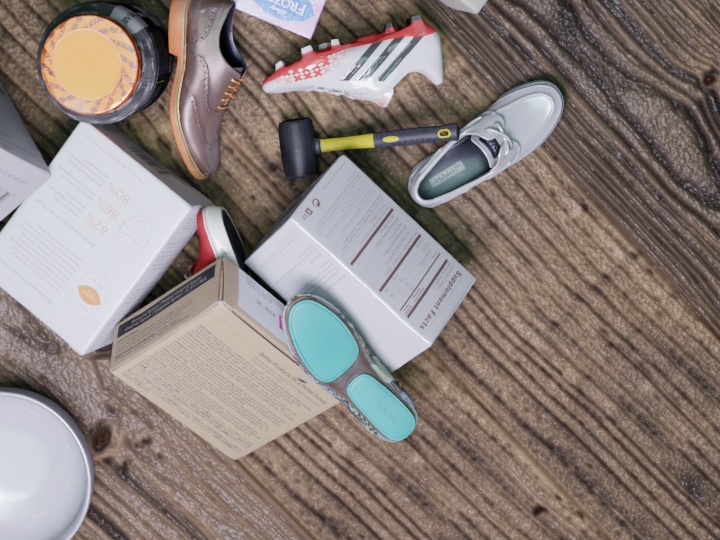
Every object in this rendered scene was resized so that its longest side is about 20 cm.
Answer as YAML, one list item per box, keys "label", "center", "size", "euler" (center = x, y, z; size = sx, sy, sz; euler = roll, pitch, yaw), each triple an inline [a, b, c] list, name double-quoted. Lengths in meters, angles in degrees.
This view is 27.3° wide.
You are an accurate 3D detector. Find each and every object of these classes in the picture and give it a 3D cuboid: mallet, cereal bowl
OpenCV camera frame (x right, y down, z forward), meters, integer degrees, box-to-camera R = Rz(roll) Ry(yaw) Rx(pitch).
- label: "mallet"
  center: [0.008, -0.130, 1.609]
  size: [0.199, 0.041, 0.066]
  euler: [2, 101, 11]
- label: "cereal bowl"
  center: [-0.392, 0.224, 1.661]
  size: [0.199, 0.083, 0.202]
  euler: [0, 100, 0]

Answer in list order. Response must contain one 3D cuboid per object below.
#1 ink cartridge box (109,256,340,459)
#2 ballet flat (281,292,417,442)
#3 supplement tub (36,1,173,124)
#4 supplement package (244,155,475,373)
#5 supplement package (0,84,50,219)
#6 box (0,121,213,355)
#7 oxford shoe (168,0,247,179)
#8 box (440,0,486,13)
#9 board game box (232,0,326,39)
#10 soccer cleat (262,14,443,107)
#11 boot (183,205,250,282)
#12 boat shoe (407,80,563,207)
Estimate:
- label: "ink cartridge box"
  center: [-0.140, 0.098, 1.584]
  size: [0.164, 0.075, 0.200]
  euler: [-31, 127, 24]
- label: "ballet flat"
  center: [-0.017, 0.099, 1.557]
  size: [0.074, 0.074, 0.200]
  euler: [-35, 108, 5]
- label: "supplement tub"
  center: [-0.262, -0.215, 1.528]
  size: [0.122, 0.200, 0.123]
  euler: [0, 99, -1]
- label: "supplement package"
  center: [0.000, 0.000, 1.588]
  size: [0.200, 0.117, 0.117]
  euler: [43, 140, -7]
- label: "supplement package"
  center: [-0.430, -0.152, 1.527]
  size: [0.117, 0.117, 0.200]
  euler: [-38, 65, 10]
- label: "box"
  center: [-0.283, -0.037, 1.595]
  size: [0.152, 0.106, 0.200]
  euler: [39, 98, 3]
- label: "oxford shoe"
  center: [-0.160, -0.193, 1.584]
  size: [0.072, 0.071, 0.201]
  euler: [3, 111, 14]
- label: "box"
  center: [0.069, -0.376, 1.524]
  size: [0.200, 0.109, 0.128]
  euler: [35, 94, -20]
- label: "board game box"
  center: [-0.107, -0.376, 1.582]
  size: [0.199, 0.041, 0.201]
  euler: [21, 99, -4]
- label: "soccer cleat"
  center: [-0.006, -0.211, 1.599]
  size: [0.199, 0.069, 0.086]
  euler: [-17, 95, -2]
- label: "boot"
  center: [-0.190, 0.024, 1.608]
  size: [0.143, 0.073, 0.201]
  euler: [-7, 127, 3]
- label: "boat shoe"
  center: [0.140, -0.132, 1.613]
  size: [0.200, 0.065, 0.074]
  euler: [-40, 97, 6]
